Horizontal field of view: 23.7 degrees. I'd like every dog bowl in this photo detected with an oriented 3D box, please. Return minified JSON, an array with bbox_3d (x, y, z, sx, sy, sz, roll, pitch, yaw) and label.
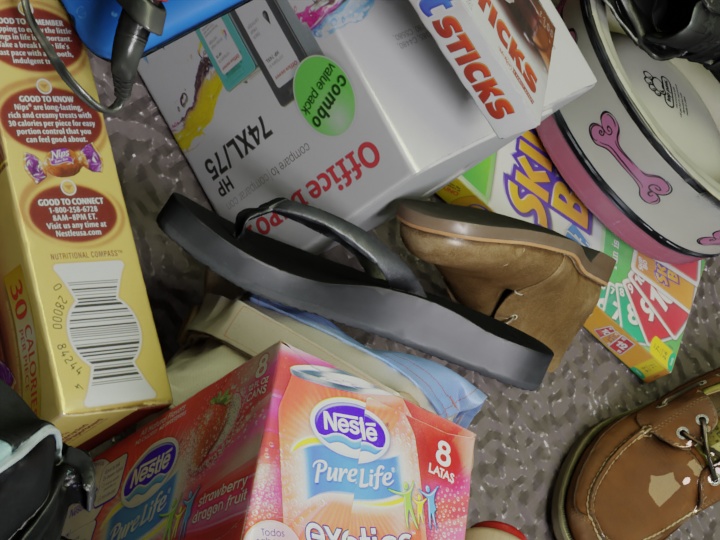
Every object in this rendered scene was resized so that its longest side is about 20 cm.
[{"bbox_3d":[0.178,-0.092,1.022,0.199,0.074,0.201,30,41,-30],"label":"dog bowl"}]

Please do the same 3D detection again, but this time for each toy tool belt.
[{"bbox_3d":[0.002,0.073,0.784,0.199,0.125,0.123,26,46,-3],"label":"toy tool belt"}]

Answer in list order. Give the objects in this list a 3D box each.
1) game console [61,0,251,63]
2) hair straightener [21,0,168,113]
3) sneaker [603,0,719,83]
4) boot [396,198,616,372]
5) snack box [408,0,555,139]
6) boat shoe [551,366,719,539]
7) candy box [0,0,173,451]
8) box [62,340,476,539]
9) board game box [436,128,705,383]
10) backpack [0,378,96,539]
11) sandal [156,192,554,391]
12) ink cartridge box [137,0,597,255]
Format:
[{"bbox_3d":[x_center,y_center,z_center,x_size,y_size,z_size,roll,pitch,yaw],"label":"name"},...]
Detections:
[{"bbox_3d":[-0.071,-0.204,0.744,0.201,0.170,0.118,63,2,4],"label":"game console"},{"bbox_3d":[-0.089,-0.162,0.674,0.041,0.077,0.202,5,98,-60],"label":"hair straightener"},{"bbox_3d":[0.190,-0.139,0.965,0.200,0.060,0.104,45,33,-1],"label":"sneaker"},{"bbox_3d":[0.072,0.010,0.871,0.200,0.073,0.076,19,92,-60],"label":"boot"},{"bbox_3d":[0.025,-0.151,0.716,0.200,0.024,0.072,53,35,-32],"label":"snack box"},{"bbox_3d":[0.182,0.098,0.959,0.200,0.068,0.072,-34,93,-42],"label":"boat shoe"},{"bbox_3d":[-0.150,-0.020,0.714,0.056,0.116,0.201,-5,73,-41],"label":"candy box"},{"bbox_3d":[-0.054,0.119,0.667,0.094,0.200,0.103,26,53,-25],"label":"box"},{"bbox_3d":[0.118,-0.032,1.002,0.200,0.030,0.096,39,49,-15],"label":"board game box"},{"bbox_3d":[-0.201,0.119,0.566,0.150,0.178,0.200,31,57,9],"label":"backpack"},{"bbox_3d":[0.000,0.000,0.782,0.199,0.076,0.043,20,98,-22],"label":"sandal"},{"bbox_3d":[-0.015,-0.128,0.854,0.146,0.146,0.201,-28,87,-41],"label":"ink cartridge box"}]
